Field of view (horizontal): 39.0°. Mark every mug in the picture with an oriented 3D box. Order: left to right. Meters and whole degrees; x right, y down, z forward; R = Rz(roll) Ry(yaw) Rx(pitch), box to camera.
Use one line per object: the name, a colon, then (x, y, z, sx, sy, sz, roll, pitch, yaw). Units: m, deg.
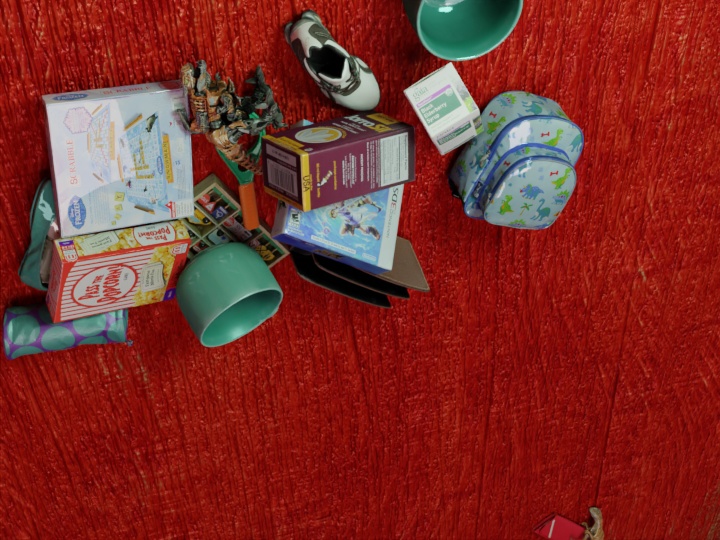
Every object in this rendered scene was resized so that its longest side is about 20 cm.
mug: (-0.213, 0.035, 1.602, 0.151, 0.115, 0.185, -30, 162, -14)
mug: (0.148, -0.387, 1.405, 0.183, 0.115, 0.153, -5, 136, -17)

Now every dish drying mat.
dish drying mat: (0.510, 0.654, 2.518, 0.077, 0.018, 0.199, -43, 130, 16)

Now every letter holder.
letter holder: (0.000, 0.000, 1.678, 0.198, 0.143, 0.101, 20, 120, -33)

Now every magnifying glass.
magnifying glass: (-0.178, -0.154, 1.543, 0.079, 0.022, 0.202, -15, 122, -16)

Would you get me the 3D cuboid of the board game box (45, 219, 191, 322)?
board game box: (-0.369, 0.001, 1.543, 0.198, 0.047, 0.152, -12, 148, -29)

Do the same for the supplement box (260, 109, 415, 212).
supplement box: (-0.030, -0.160, 1.452, 0.198, 0.110, 0.087, -19, 120, -32)

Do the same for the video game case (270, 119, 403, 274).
video game case: (-0.029, -0.110, 1.553, 0.198, 0.184, 0.045, 18, 161, -31)

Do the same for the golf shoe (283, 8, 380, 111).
golf shoe: (-0.034, -0.279, 1.459, 0.078, 0.095, 0.200, -40, 133, 15)

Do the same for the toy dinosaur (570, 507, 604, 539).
toy dinosaur: (0.582, 0.677, 2.519, 0.105, 0.060, 0.202, -25, 128, -18)

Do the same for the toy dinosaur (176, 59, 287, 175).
toy dinosaur: (-0.184, -0.221, 1.447, 0.135, 0.103, 0.200, -26, 154, 1)

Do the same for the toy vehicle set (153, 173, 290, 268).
toy vehicle set: (-0.220, -0.055, 1.627, 0.124, 0.027, 0.200, -36, 132, 11)

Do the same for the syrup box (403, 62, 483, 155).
syrup box: (0.126, -0.233, 1.492, 0.078, 0.082, 0.200, -31, 176, 7)

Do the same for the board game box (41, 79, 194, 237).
board game box: (-0.339, -0.159, 1.441, 0.197, 0.041, 0.202, -11, 121, -23)

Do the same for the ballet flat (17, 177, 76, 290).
ballet flat: (-0.457, -0.048, 1.511, 0.070, 0.067, 0.201, 29, 126, 4)

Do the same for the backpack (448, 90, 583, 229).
backpack: (0.261, -0.170, 1.627, 0.181, 0.148, 0.202, 5, 124, -27)

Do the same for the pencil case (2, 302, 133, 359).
pencil case: (-0.467, 0.089, 1.619, 0.197, 0.086, 0.093, -7, 152, -14)
